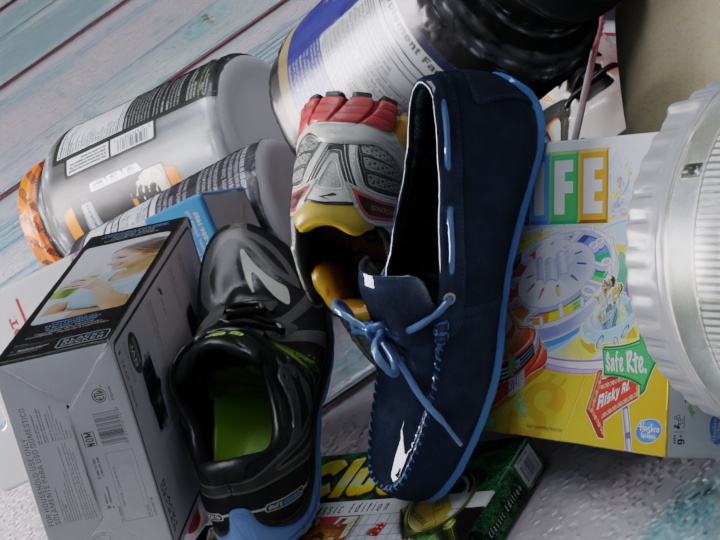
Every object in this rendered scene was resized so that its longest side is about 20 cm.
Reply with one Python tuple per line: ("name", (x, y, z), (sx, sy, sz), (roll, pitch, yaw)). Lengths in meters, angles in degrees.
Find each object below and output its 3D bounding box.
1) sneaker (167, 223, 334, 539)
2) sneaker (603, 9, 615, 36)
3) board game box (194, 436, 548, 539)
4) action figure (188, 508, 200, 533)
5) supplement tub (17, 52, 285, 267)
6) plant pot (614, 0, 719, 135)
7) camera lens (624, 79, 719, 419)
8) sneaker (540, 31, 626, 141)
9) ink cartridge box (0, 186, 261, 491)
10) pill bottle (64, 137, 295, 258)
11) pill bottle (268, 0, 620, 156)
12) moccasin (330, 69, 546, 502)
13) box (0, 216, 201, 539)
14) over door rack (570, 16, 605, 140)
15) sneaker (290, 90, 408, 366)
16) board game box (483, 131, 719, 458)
("sneaker", (-0.055, 0.046, 0.989), (0.070, 0.083, 0.200), (-12, 45, 10))
("sneaker", (0.209, -0.224, 1.284), (0.200, 0.071, 0.113), (-36, 17, 18))
("board game box", (-0.010, 0.130, 0.954), (0.199, 0.024, 0.105), (-12, 30, 44))
("action figure", (-0.120, 0.133, 1.057), (0.065, 0.052, 0.200), (-36, 13, 15))
("supplement tub", (-0.139, -0.065, 1.392), (0.199, 0.123, 0.123), (-22, 26, 31))
("plant pot", (0.196, -0.089, 0.926), (0.187, 0.187, 0.201), (-16, 43, 38))
("camera lens", (0.217, -0.007, 0.723), (0.160, 0.160, 0.200), (-46, 24, -25))
("sneaker", (0.128, -0.108, 1.159), (0.074, 0.080, 0.200), (-33, 24, -2))
("ink cartridge box", (-0.142, 0.042, 1.164), (0.199, 0.116, 0.068), (-24, -2, 21))
("pill bottle", (-0.116, 0.004, 1.242), (0.199, 0.106, 0.106), (-26, 24, 21))
("pill bottle", (0.047, -0.122, 0.971), (0.200, 0.112, 0.112), (-37, 13, 49))
("moccasin", (0.025, 0.005, 0.899), (0.080, 0.068, 0.201), (13, 94, 56))
("box", (-0.118, 0.059, 1.002), (0.060, 0.117, 0.200), (-12, 17, 10))
("over door rack", (0.059, -0.078, 1.094), (0.147, 0.067, 0.201), (-15, 49, 29))
("sneaker", (0.000, 0.000, 0.990), (0.077, 0.200, 0.082), (3, 56, 19))
("board game box", (0.096, 0.010, 0.891), (0.034, 0.135, 0.200), (3, -2, -27))
